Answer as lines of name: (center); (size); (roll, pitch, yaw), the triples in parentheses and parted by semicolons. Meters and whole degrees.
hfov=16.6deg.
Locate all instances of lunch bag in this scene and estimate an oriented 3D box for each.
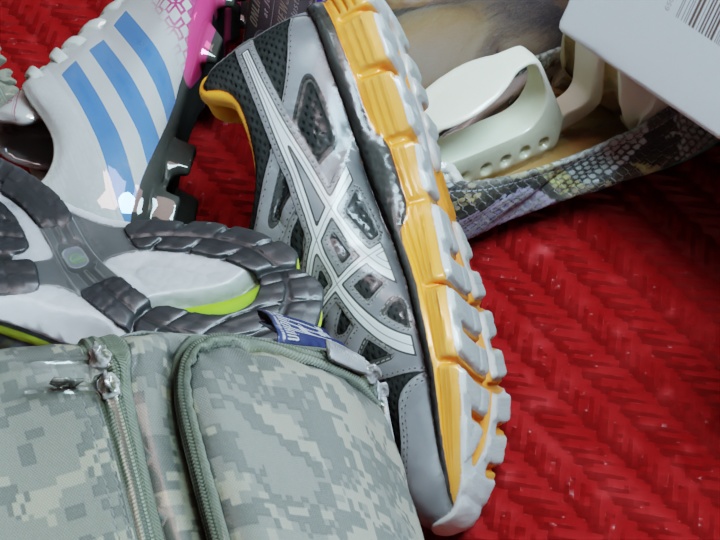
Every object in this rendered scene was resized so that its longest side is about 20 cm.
lunch bag: (-0.051, 0.117, 0.738); (0.167, 0.140, 0.201); (-2, 53, -24)

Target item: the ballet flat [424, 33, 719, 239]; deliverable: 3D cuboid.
ballet flat: (0.078, -0.063, 0.966); (0.199, 0.072, 0.072); (-23, 52, -23)

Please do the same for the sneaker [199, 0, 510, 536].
sneaker: (0.000, 0.000, 0.881); (0.077, 0.078, 0.201); (-18, 73, 9)

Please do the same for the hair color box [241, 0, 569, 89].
hair color box: (0.055, -0.130, 0.984); (0.199, 0.110, 0.065); (-17, 49, -28)

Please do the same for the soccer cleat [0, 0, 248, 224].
soccer cleat: (-0.096, -0.075, 0.964); (0.086, 0.070, 0.201); (9, 47, 4)

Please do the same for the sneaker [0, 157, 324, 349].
sneaker: (-0.107, 0.020, 0.869); (0.199, 0.081, 0.074); (17, 48, 19)

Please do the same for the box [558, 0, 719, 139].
box: (0.191, -0.114, 0.952); (0.124, 0.098, 0.199); (37, 30, 25)

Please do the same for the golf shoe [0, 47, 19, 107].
golf shoe: (-0.230, -0.102, 0.986); (0.200, 0.097, 0.078); (38, 24, -1)
